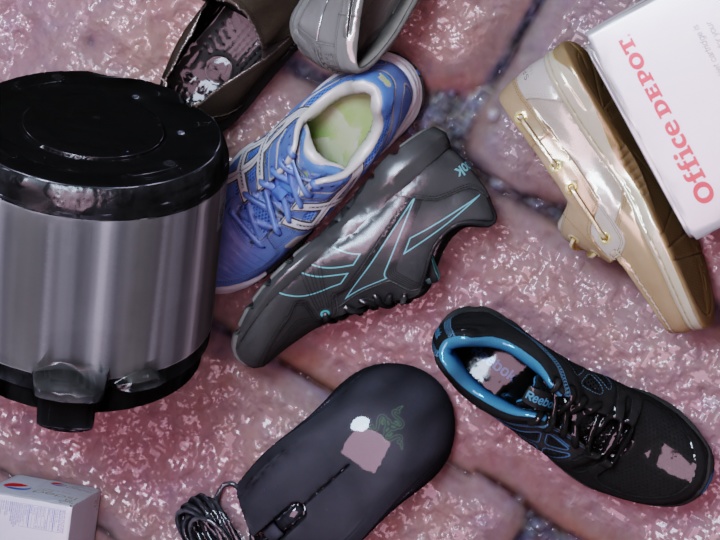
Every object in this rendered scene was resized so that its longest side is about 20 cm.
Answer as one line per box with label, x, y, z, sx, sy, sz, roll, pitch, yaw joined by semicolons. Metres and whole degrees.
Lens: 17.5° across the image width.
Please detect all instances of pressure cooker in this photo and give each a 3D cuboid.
pressure cooker;-0.173;-0.003;1.458;0.179;0.176;0.200;29;126;32

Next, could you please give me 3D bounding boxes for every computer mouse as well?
computer mouse;-0.019;0.146;1.528;0.138;0.053;0.200;43;101;5

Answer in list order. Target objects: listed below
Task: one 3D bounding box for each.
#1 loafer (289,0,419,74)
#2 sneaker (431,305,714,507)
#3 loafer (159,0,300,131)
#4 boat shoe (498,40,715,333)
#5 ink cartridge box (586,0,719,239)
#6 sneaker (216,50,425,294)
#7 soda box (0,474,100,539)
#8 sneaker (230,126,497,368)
loafer;0.032;-0.210;1.464;0.070;0.070;0.200;30;90;47
sneaker;0.130;0.093;1.481;0.200;0.082;0.073;28;97;6
loafer;-0.060;-0.169;1.498;0.073;0.071;0.200;35;100;6
boat shoe;0.154;-0.044;1.475;0.069;0.074;0.200;-29;88;23
ink cartridge box;0.259;-0.129;1.435;0.200;0.084;0.146;-28;90;12
sneaker;-0.045;-0.064;1.502;0.076;0.077;0.200;42;103;3
soda box;-0.224;0.243;1.567;0.064;0.068;0.200;9;96;10
sneaker;0.000;0.000;1.501;0.200;0.075;0.079;-44;88;11
